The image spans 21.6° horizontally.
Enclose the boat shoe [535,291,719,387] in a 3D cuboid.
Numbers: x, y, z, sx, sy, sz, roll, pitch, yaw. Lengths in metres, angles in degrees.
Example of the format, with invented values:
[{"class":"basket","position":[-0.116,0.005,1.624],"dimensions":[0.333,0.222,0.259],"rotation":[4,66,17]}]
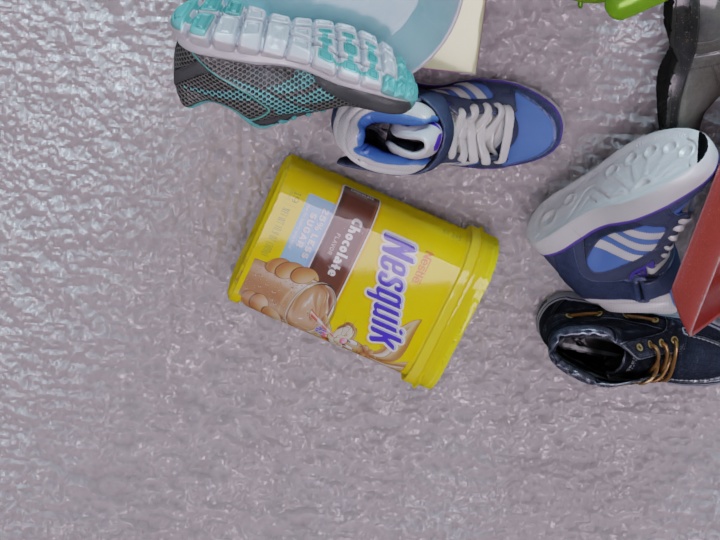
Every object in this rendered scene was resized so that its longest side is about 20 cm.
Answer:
[{"class":"boat shoe","position":[0.256,0.077,1.679],"dimensions":[0.200,0.091,0.071],"rotation":[11,112,-4]}]

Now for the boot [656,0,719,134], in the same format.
[{"class":"boot","position":[0.317,-0.167,1.570],"dimensions":[0.131,0.068,0.200],"rotation":[0,130,2]}]

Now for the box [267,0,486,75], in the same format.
[{"class":"box","position":[0.019,-0.276,1.535],"dimensions":[0.176,0.097,0.200],"rotation":[6,113,-2]}]

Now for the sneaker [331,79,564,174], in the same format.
[{"class":"sneaker","position":[0.075,-0.110,1.566],"dimensions":[0.200,0.146,0.081],"rotation":[9,111,-3]}]

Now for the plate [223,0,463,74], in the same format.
[{"class":"plate","position":[-0.016,-0.236,1.486],"dimensions":[0.200,0.026,0.200],"rotation":[0,111,0]}]

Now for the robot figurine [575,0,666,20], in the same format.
[{"class":"robot figurine","position":[0.197,-0.288,1.485],"dimensions":[0.116,0.200,0.176],"rotation":[-13,73,-23]}]

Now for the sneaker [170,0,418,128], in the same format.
[{"class":"sneaker","position":[-0.056,-0.149,1.480],"dimensions":[0.200,0.078,0.091],"rotation":[15,127,-2]}]

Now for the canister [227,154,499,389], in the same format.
[{"class":"canister","position":[0.000,0.000,1.652],"dimensions":[0.200,0.087,0.149],"rotation":[23,110,-7]}]

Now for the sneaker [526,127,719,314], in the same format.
[{"class":"sneaker","position":[0.256,-0.031,1.607],"dimensions":[0.146,0.081,0.200],"rotation":[38,134,-27]}]

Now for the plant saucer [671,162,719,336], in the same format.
[{"class":"plant saucer","position":[0.327,-0.059,1.586],"dimensions":[0.037,0.200,0.200],"rotation":[26,112,20]}]
